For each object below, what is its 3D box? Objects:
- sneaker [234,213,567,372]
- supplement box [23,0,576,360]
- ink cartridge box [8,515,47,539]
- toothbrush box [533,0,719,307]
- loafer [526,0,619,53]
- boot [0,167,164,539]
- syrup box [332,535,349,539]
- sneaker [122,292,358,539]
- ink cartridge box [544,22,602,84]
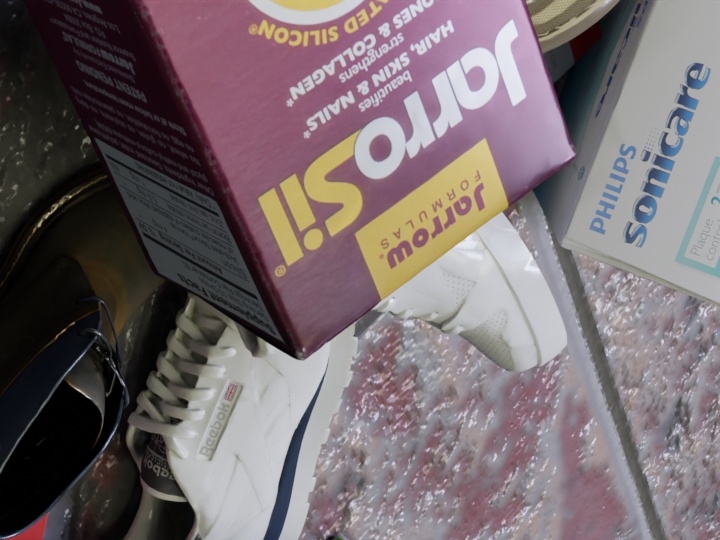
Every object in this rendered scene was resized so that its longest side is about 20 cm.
[{"bbox_3d":[0.000,0.000,0.815,0.116,0.074,0.200,-46,127,-10],"label":"sneaker"},{"bbox_3d":[-0.031,-0.095,0.649,0.131,0.103,0.201,-37,125,-19],"label":"supplement box"},{"bbox_3d":[-0.209,0.179,0.811,0.199,0.050,0.162,-1,113,-44],"label":"ink cartridge box"},{"bbox_3d":[0.145,-0.080,0.923,0.200,0.085,0.148,-81,-169,-81],"label":"toothbrush box"},{"bbox_3d":[0.095,-0.157,0.794,0.199,0.076,0.068,-37,139,-6],"label":"loafer"},{"bbox_3d":[-0.107,0.030,0.794,0.200,0.097,0.075,-41,136,-22],"label":"boot"},{"bbox_3d":[-0.036,0.243,1.002,0.200,0.078,0.082,-47,138,-16],"label":"syrup box"},{"bbox_3d":[-0.058,0.049,0.876,0.080,0.076,0.202,-9,120,-35],"label":"sneaker"},{"bbox_3d":[0.033,-0.117,0.880,0.200,0.067,0.117,-45,136,-18],"label":"ink cartridge box"}]
